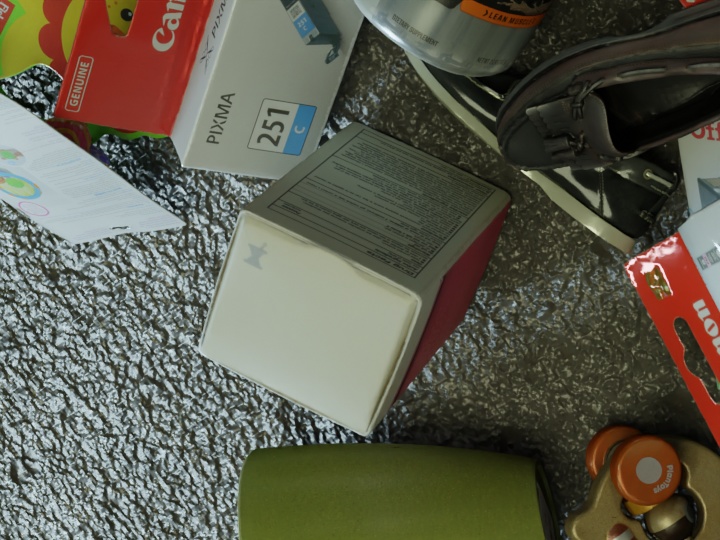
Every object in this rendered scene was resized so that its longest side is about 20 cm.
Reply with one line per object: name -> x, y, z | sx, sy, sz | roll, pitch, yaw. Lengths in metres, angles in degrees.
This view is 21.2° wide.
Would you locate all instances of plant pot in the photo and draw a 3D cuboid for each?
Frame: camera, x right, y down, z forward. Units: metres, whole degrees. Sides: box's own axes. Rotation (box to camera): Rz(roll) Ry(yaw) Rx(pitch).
plant pot -> 0.037, 0.197, 1.353 | 0.199, 0.187, 0.188 | -13, 106, 10

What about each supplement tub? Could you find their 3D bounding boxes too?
supplement tub -> 0.087, -0.228, 1.169 | 0.122, 0.123, 0.200 | 34, 119, 6

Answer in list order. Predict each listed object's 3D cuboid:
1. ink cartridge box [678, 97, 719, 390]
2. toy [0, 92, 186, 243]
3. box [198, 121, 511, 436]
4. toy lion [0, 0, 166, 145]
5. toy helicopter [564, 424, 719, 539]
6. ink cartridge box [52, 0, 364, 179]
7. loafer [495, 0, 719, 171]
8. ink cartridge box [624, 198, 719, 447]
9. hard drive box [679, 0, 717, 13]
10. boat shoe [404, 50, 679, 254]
ink cartridge box -> 0.280, -0.020, 1.167 | 0.145, 0.087, 0.201 | 13, 119, 53
toy -> -0.223, -0.085, 1.342 | 0.115, 0.047, 0.200 | -7, 153, 37
box -> 0.000, 0.000, 1.255 | 0.128, 0.200, 0.109 | 26, 118, 11
toy lion -> -0.193, -0.156, 1.354 | 0.191, 0.069, 0.200 | 34, 124, -5
toy helicopter -> 0.192, 0.210, 1.302 | 0.132, 0.079, 0.201 | 27, 87, -9
ink cartridge box -> -0.091, -0.162, 1.262 | 0.176, 0.045, 0.201 | 7, 121, -24
loafer -> 0.160, -0.100, 1.140 | 0.200, 0.063, 0.072 | -23, 129, 34
ink cartridge box -> 0.234, 0.041, 1.149 | 0.200, 0.057, 0.163 | -35, 80, 54
hard drive box -> 0.247, -0.235, 1.071 | 0.199, 0.156, 0.077 | -24, 57, 24
boat shoe -> 0.116, -0.097, 1.252 | 0.200, 0.072, 0.068 | 39, 102, 5
